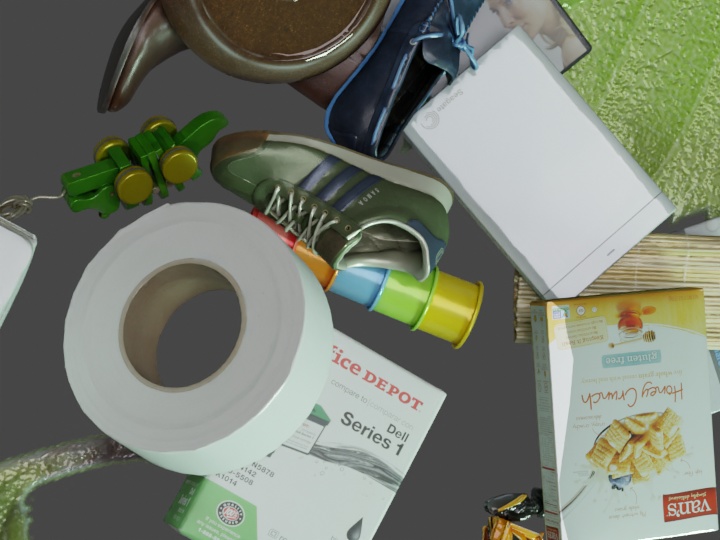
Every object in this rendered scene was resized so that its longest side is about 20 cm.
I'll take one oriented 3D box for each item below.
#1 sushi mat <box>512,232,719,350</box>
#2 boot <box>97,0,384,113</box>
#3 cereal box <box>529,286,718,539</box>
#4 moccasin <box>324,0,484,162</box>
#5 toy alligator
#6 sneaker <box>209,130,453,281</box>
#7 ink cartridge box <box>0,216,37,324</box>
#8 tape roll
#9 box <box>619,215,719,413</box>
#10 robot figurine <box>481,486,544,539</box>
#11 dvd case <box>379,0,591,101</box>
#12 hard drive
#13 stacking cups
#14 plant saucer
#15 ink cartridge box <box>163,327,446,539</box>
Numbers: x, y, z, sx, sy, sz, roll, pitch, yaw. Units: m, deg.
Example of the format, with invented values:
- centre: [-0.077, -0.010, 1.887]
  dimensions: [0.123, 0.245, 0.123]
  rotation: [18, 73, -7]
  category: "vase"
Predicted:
- centre: [0.226, 0.016, 1.651]
  dimensions: [0.199, 0.012, 0.096]
  rotation: [2, 91, -1]
  category: "sushi mat"
- centre: [-0.092, -0.168, 1.611]
  dimensions: [0.199, 0.064, 0.187]
  rotation: [28, 91, -18]
  category: "boot"
- centre: [0.214, 0.118, 1.610]
  dimensions: [0.143, 0.039, 0.201]
  rotation: [-5, 91, -19]
  category: "cereal box"
- centre: [0.055, -0.169, 1.610]
  dimensions: [0.201, 0.068, 0.080]
  rotation: [-57, 143, 2]
  category: "moccasin"
- centre: [-0.193, -0.068, 1.584]
  dimensions: [0.199, 0.059, 0.054]
  rotation: [-26, 133, -13]
  category: "toy alligator"
- centre: [-0.023, -0.045, 1.566]
  dimensions: [0.199, 0.067, 0.090]
  rotation: [13, 52, -10]
  category: "sneaker"
- centre: [-0.308, 0.029, 1.474]
  dimensions: [0.087, 0.200, 0.146]
  rotation: [28, 82, -9]
  category: "ink cartridge box"
- centre: [-0.125, 0.051, 1.531]
  dimensions: [0.201, 0.071, 0.204]
  rotation: [-7, 69, 17]
  category: "tape roll"
- centre: [0.327, 0.028, 1.699]
  dimensions: [0.199, 0.041, 0.157]
  rotation: [-18, 90, -14]
  category: "box"
- centre: [0.172, 0.264, 1.639]
  dimensions: [0.199, 0.058, 0.146]
  rotation: [21, 80, -11]
  category: "robot figurine"
- centre: [0.083, -0.222, 1.670]
  dimensions: [0.142, 0.018, 0.200]
  rotation: [-39, 95, -11]
  category: "dvd case"
- centre: [0.145, -0.083, 1.636]
  dimensions: [0.132, 0.027, 0.200]
  rotation: [-40, 86, -4]
  category: "hard drive"
- centre: [0.000, 0.000, 1.616]
  dimensions: [0.199, 0.060, 0.061]
  rotation: [23, 82, -11]
  category: "stacking cups"
- centre: [-0.059, -0.240, 1.549]
  dimensions: [0.199, 0.034, 0.202]
  rotation: [-5, 109, -16]
  category: "plant saucer"
- centre: [-0.043, 0.148, 1.586]
  dimensions: [0.146, 0.084, 0.201]
  rotation: [29, 81, -10]
  category: "ink cartridge box"
